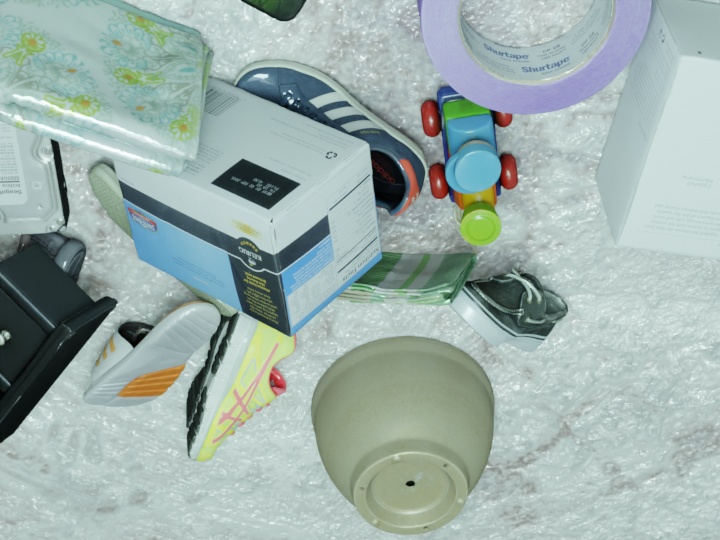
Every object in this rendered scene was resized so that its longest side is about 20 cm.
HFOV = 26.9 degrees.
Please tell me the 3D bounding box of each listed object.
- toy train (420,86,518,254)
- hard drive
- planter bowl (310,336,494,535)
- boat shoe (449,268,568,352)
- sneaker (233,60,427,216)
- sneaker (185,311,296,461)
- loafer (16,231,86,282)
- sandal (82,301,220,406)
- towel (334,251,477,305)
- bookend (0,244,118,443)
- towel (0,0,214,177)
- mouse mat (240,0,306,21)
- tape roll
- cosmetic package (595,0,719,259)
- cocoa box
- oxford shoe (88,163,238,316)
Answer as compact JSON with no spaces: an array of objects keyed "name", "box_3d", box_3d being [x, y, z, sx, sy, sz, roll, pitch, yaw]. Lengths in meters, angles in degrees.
[{"name":"toy train","box_3d":[0.109,-0.062,1.403,0.084,0.116,0.201,-7,127,3]},{"name":"hard drive","box_3d":[-0.350,-0.122,1.386,0.138,0.038,0.201,-1,127,-1]},{"name":"planter bowl","box_3d":[0.048,0.188,1.575,0.198,0.135,0.201,-1,126,-1]},{"name":"boat shoe","box_3d":[0.145,0.029,1.469,0.071,0.072,0.200,-47,157,13]},{"name":"sneaker","box_3d":[-0.029,-0.117,1.365,0.199,0.085,0.075,28,124,-8]},{"name":"sneaker","box_3d":[-0.124,0.128,1.560,0.090,0.078,0.201,12,127,-20]},{"name":"loafer","box_3d":[-0.332,0.042,1.499,0.063,0.072,0.201,29,117,4]},{"name":"sandal","box_3d":[-0.209,0.073,1.523,0.079,0.060,0.206,11,140,-40]},{"name":"towel","box_3d":[0.000,0.000,1.406,0.198,0.153,0.024,2,105,12]},{"name":"bookend","box_3d":[-0.371,0.042,1.425,0.199,0.092,0.200,44,115,2]},{"name":"towel","box_3d":[-0.224,-0.170,1.273,0.199,0.172,0.048,17,130,-16]},{"name":"mouse mat","box_3d":[-0.079,-0.320,1.272,0.160,0.008,0.200,25,123,-20]},{"name":"tape roll","box_3d":[0.149,-0.238,1.307,0.198,0.066,0.201,-2,127,-2]},{"name":"cosmetic package","box_3d":[0.341,-0.122,1.366,0.198,0.123,0.201,7,125,-8]},{"name":"cocoa box","box_3d":[-0.099,-0.058,1.326,0.199,0.133,0.132,25,140,33]},{"name":"oxford shoe","box_3d":[-0.180,-0.038,1.448,0.200,0.075,0.058,43,73,-20]}]
